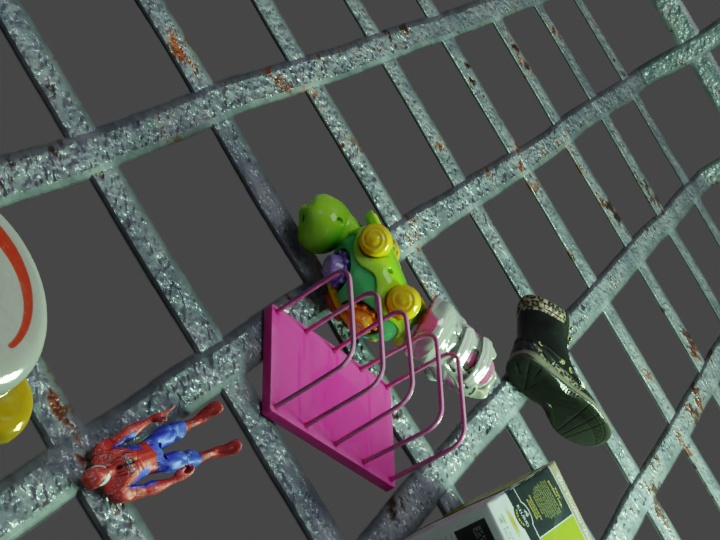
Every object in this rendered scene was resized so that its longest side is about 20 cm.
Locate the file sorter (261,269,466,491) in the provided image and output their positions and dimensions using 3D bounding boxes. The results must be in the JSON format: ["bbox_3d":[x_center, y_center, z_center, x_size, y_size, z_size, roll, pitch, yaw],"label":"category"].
[{"bbox_3d":[0.008,0.114,1.548,0.200,0.125,0.140,36,36,-35],"label":"file sorter"}]

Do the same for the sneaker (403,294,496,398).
[{"bbox_3d":[0.115,0.094,1.697,0.088,0.082,0.200,27,-8,24],"label":"sneaker"}]

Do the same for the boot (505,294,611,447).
[{"bbox_3d":[0.277,0.137,2.012,0.200,0.073,0.151,40,34,-22],"label":"boot"}]

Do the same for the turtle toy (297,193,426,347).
[{"bbox_3d":[0.000,0.000,1.662,0.146,0.100,0.201,47,18,-81],"label":"turtle toy"}]

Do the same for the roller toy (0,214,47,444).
[{"bbox_3d":[-0.331,0.029,1.077,0.182,0.139,0.202,25,44,-45],"label":"roller toy"}]

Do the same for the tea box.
[{"bbox_3d":[0.170,0.342,1.587,0.196,0.133,0.201,-12,74,-59],"label":"tea box"}]

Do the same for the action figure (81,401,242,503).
[{"bbox_3d":[-0.180,0.162,1.294,0.199,0.051,0.066,-17,81,-58],"label":"action figure"}]
